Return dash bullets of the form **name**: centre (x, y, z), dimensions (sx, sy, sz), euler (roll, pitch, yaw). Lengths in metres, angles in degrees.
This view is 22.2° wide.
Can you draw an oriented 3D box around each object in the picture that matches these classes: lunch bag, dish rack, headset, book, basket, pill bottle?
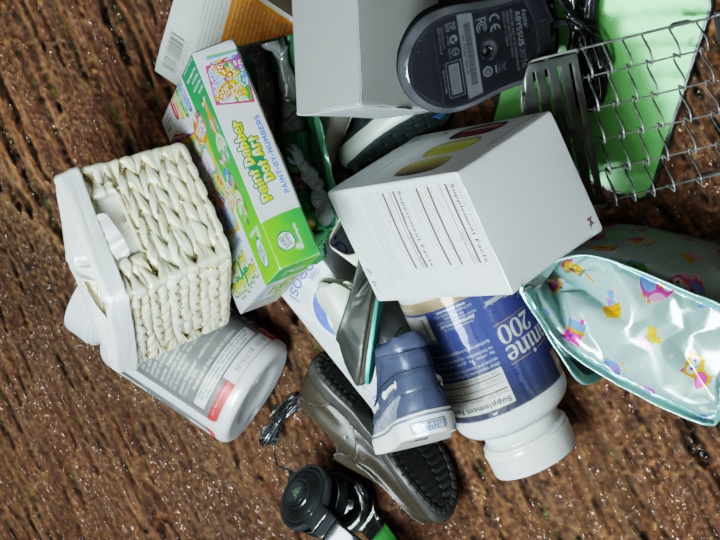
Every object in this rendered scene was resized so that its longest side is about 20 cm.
- **lunch bag**: centre (0.240, 0.029, 1.531), dimensions (0.198, 0.170, 0.123), euler (21, 112, 17)
- **dish rack**: centre (0.233, -0.124, 1.499), dimensions (0.198, 0.055, 0.155), euler (-13, 108, 2)
- **headset**: centre (-0.025, 0.213, 1.784), dimensions (0.200, 0.123, 0.094), euler (41, 99, 25)
- **book**: centre (-0.092, -0.191, 1.659), dimensions (0.199, 0.048, 0.134), euler (35, 124, 21)
- **basket**: centre (-0.193, -0.012, 1.656), dimensions (0.200, 0.122, 0.136), euler (105, 142, -68)
- **pill bottle**: centre (-0.181, 0.068, 1.788), dimensions (0.199, 0.114, 0.114), euler (33, 122, 10)
- **pill bottle**: centre (0.119, 0.081, 1.648), dimensions (0.110, 0.111, 0.201), euler (-19, 103, 31)

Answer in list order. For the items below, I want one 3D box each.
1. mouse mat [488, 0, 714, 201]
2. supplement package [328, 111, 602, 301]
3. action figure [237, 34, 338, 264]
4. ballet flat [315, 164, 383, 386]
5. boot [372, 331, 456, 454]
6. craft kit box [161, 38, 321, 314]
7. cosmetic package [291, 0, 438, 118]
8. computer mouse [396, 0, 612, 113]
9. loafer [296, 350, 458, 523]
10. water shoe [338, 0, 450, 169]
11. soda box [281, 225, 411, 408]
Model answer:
- **mouse mat**: centre (0.201, -0.170, 1.562), dimensions (0.160, 0.008, 0.202), euler (23, 121, 16)
- **supplement package**: centre (0.084, -0.050, 1.522), dimensions (0.199, 0.113, 0.110), euler (-5, 115, 58)
- **action figure**: centre (-0.060, -0.103, 1.609), dimensions (0.118, 0.054, 0.202), euler (-2, 105, 53)
- **ballet flat**: centre (0.000, 0.000, 1.645), dimensions (0.068, 0.068, 0.202), euler (13, 88, 7)
- **boot**: centre (0.043, 0.109, 1.634), dimensions (0.072, 0.200, 0.091), euler (-12, 81, -11)
- **craft kit box**: centre (-0.108, -0.076, 1.602), dimensions (0.199, 0.048, 0.200), euler (65, 163, 6)
- **cosmetic package**: centre (0.004, -0.228, 1.529), dimensions (0.090, 0.106, 0.202), euler (1, 90, 45)
- **computer mouse**: centre (0.110, -0.185, 1.513), dimensions (0.053, 0.198, 0.140), euler (33, 132, 58)
- **loafer**: centre (0.015, 0.167, 1.768), dimensions (0.200, 0.073, 0.071), euler (50, 132, 6)
- **water shoe**: centre (0.045, -0.166, 1.616), dimensions (0.200, 0.071, 0.079), euler (-42, 60, 37)
- **soda box**: centre (-0.013, 0.031, 1.718), dimensions (0.063, 0.068, 0.201), euler (-37, 92, 33)
